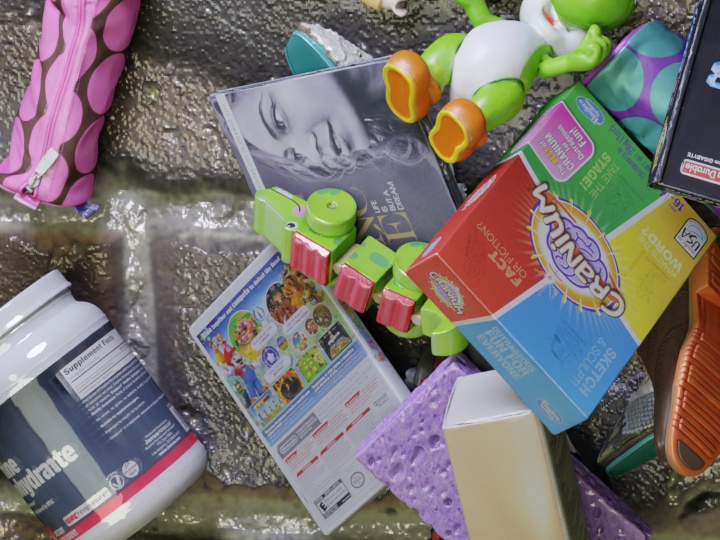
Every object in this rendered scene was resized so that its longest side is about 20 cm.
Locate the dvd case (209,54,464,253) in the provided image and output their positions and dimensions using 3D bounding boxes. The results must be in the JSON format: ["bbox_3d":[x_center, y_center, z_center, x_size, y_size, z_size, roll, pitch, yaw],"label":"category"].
[{"bbox_3d":[-0.015,-0.078,1.635,0.199,0.016,0.150,-6,114,45],"label":"dvd case"}]

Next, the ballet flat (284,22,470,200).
[{"bbox_3d":[0.018,-0.106,1.649,0.072,0.072,0.201,-30,96,23],"label":"ballet flat"}]

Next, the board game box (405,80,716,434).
[{"bbox_3d":[0.141,-0.011,1.502,0.153,0.200,0.040,47,144,-9],"label":"board game box"}]

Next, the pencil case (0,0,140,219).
[{"bbox_3d":[-0.223,-0.147,1.695,0.090,0.094,0.201,20,109,12],"label":"pencil case"}]

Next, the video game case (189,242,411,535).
[{"bbox_3d":[-0.038,0.086,1.701,0.143,0.018,0.201,-44,75,37],"label":"video game case"}]

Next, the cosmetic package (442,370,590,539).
[{"bbox_3d":[0.117,0.177,1.550,0.071,0.105,0.201,-11,104,13],"label":"cosmetic package"}]

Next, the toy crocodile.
[{"bbox_3d":[0.000,0.000,1.620,0.199,0.062,0.068,31,139,18],"label":"toy crocodile"}]

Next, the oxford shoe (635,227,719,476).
[{"bbox_3d":[0.229,0.064,1.573,0.073,0.201,0.071,-18,131,37],"label":"oxford shoe"}]

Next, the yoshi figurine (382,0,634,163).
[{"bbox_3d":[0.117,-0.167,1.529,0.112,0.200,0.113,9,129,57],"label":"yoshi figurine"}]

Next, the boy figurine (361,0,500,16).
[{"bbox_3d":[0.013,-0.252,1.607,0.198,0.064,0.125,13,111,11],"label":"boy figurine"}]

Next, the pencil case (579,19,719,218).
[{"bbox_3d":[0.250,-0.088,1.565,0.200,0.085,0.093,41,129,2],"label":"pencil case"}]

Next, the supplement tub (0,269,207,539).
[{"bbox_3d":[-0.228,0.116,1.745,0.140,0.140,0.200,-36,92,23],"label":"supplement tub"}]

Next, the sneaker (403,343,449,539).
[{"bbox_3d":[0.088,0.150,1.694,0.097,0.071,0.202,-9,99,13],"label":"sneaker"}]

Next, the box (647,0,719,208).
[{"bbox_3d":[0.316,-0.125,1.500,0.199,0.050,0.200,17,87,0],"label":"box"}]

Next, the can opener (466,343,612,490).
[{"bbox_3d":[0.128,0.106,1.643,0.052,0.066,0.201,-17,105,28],"label":"can opener"}]

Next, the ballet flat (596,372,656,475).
[{"bbox_3d":[0.254,0.081,1.631,0.200,0.072,0.072,-31,94,23],"label":"ballet flat"}]

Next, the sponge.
[{"bbox_3d":[0.105,0.164,1.618,0.200,0.030,0.112,42,111,-5],"label":"sponge"}]
